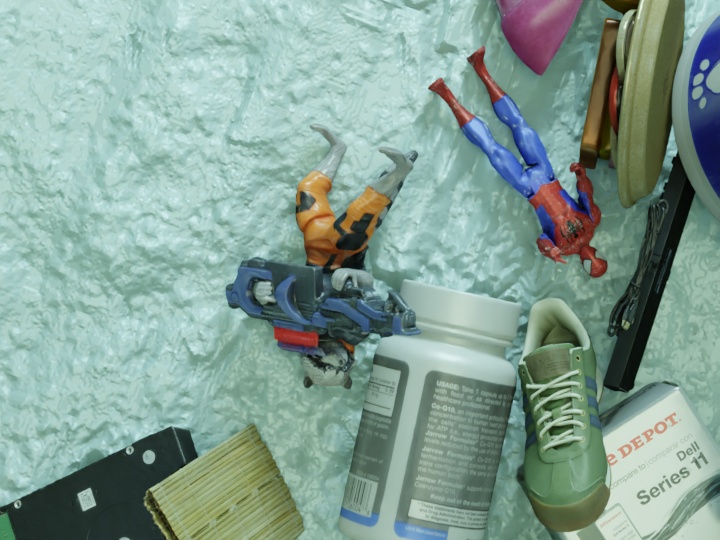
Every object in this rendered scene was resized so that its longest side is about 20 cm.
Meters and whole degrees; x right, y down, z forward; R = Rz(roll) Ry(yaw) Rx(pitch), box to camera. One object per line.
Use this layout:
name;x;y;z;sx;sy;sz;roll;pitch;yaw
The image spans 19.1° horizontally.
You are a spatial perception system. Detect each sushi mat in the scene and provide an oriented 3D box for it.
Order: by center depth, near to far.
sushi mat;-0.098;0.180;1.596;0.012;0.200;0.096;-27;90;21

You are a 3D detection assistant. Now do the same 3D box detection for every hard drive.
hard drive;-0.196;0.221;1.619;0.199;0.038;0.141;-26;73;14

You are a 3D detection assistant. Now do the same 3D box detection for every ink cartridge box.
ink cartridge box;0.232;0.206;1.662;0.146;0.083;0.201;-32;91;-4

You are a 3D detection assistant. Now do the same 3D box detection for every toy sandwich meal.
toy sandwich meal;0.196;-0.142;1.609;0.070;0.205;0.207;9;89;15

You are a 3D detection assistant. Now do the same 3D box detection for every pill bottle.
pill bottle;0.057;0.114;1.639;0.113;0.114;0.202;13;89;-3

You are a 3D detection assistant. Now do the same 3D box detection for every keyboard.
keyboard;0.222;-0.005;1.645;0.020;0.127;0.202;17;87;16

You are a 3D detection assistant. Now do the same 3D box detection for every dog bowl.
dog bowl;0.339;-0.117;1.632;0.198;0.079;0.202;6;78;-28

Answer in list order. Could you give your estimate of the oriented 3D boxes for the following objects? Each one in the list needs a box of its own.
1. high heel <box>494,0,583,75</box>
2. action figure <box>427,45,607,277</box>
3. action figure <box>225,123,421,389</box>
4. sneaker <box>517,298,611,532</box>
high heel;0.197;-0.237;1.668;0.199;0.067;0.097;-28;84;1
action figure;0.133;-0.077;1.655;0.065;0.099;0.201;-36;94;-1
action figure;0.000;0.000;1.632;0.104;0.199;0.195;7;99;-47
sneaker;0.144;0.099;1.597;0.066;0.201;0.090;-13;121;15
